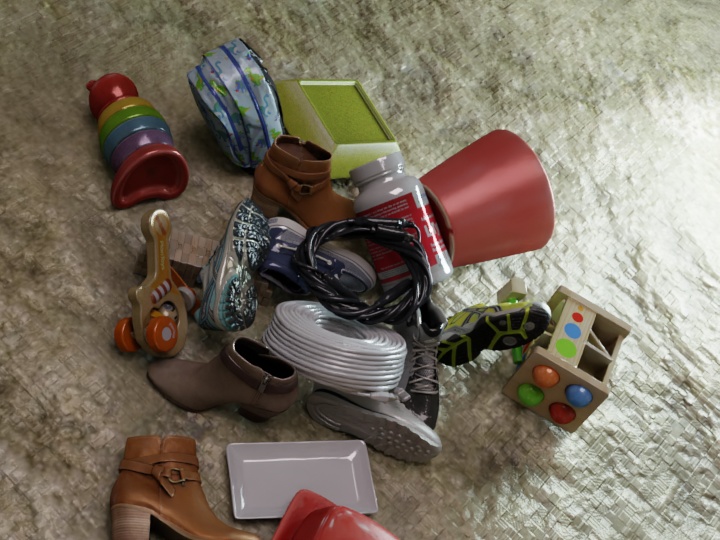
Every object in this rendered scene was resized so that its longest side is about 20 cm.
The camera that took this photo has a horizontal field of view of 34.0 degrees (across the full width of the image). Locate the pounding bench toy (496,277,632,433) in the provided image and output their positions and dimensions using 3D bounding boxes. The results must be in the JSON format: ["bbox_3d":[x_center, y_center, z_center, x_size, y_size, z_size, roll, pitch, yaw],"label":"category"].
[{"bbox_3d":[0.272,0.120,1.748,0.199,0.125,0.157,30,51,1],"label":"pounding bench toy"}]

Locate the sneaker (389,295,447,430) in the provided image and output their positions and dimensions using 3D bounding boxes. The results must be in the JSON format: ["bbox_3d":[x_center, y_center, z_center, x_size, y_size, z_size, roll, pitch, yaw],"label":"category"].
[{"bbox_3d":[0.085,0.125,1.660,0.074,0.116,0.202,1,68,-16],"label":"sneaker"}]

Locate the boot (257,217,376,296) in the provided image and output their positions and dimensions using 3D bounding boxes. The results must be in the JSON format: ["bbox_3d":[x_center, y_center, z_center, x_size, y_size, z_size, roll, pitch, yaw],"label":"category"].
[{"bbox_3d":[-0.065,0.007,1.712,0.199,0.073,0.091,27,53,-26],"label":"boot"}]

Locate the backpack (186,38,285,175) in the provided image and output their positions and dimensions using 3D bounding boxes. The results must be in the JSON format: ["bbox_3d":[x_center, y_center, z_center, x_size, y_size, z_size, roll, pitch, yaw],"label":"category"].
[{"bbox_3d":[-0.185,-0.255,1.788,0.152,0.201,0.164,-18,64,-21],"label":"backpack"}]

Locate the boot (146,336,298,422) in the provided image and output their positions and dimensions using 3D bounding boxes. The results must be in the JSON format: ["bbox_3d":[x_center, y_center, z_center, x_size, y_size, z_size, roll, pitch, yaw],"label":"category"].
[{"bbox_3d":[-0.176,0.133,1.547,0.198,0.147,0.071,20,53,-7],"label":"boot"}]

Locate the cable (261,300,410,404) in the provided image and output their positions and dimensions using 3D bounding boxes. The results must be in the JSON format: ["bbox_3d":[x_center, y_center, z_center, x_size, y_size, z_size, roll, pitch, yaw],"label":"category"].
[{"bbox_3d":[-0.034,0.103,1.613,0.198,0.070,0.200,13,14,-19],"label":"cable"}]

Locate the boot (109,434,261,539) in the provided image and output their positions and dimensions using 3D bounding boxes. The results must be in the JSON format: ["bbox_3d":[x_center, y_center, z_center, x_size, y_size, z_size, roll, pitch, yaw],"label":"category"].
[{"bbox_3d":[-0.214,0.288,1.479,0.198,0.077,0.156,6,51,-8],"label":"boot"}]

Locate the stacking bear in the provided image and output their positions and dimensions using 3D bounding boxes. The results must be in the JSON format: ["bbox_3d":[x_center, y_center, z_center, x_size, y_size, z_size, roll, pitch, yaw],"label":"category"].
[{"bbox_3d":[-0.346,-0.210,1.757,0.120,0.114,0.201,-14,58,-29],"label":"stacking bear"}]

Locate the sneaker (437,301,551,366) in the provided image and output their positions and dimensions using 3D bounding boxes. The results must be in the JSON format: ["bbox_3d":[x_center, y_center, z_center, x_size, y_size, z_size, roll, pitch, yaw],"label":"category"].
[{"bbox_3d":[0.186,0.074,1.709,0.075,0.199,0.077,47,41,-31],"label":"sneaker"}]

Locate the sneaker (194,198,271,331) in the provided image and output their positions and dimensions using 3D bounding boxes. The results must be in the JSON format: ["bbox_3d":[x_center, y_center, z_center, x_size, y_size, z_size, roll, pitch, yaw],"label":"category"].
[{"bbox_3d":[-0.186,-0.009,1.624,0.078,0.086,0.202,41,50,-43],"label":"sneaker"}]

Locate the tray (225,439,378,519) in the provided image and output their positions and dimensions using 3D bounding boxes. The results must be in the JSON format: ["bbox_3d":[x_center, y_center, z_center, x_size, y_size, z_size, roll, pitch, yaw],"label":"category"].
[{"bbox_3d":[-0.079,0.280,1.562,0.198,0.022,0.108,2,56,-20],"label":"tray"}]

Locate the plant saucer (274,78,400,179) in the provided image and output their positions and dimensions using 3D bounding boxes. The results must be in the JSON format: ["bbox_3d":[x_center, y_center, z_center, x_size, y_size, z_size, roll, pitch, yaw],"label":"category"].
[{"bbox_3d":[-0.033,-0.243,1.906,0.198,0.048,0.201,-8,58,-43],"label":"plant saucer"}]

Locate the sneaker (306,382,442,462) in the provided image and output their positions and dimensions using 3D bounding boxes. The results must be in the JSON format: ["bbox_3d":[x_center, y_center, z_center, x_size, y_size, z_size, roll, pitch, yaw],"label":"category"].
[{"bbox_3d":[0.027,0.195,1.631,0.198,0.077,0.081,27,43,1],"label":"sneaker"}]

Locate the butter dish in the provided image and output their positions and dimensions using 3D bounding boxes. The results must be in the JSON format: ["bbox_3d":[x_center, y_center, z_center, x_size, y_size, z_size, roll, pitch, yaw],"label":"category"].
[{"bbox_3d":[-0.011,0.373,1.430,0.199,0.148,0.201,35,50,-7],"label":"butter dish"}]

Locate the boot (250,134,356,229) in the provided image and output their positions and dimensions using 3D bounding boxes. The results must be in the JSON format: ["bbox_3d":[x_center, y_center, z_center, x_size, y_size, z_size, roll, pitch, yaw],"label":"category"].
[{"bbox_3d":[-0.062,-0.126,1.772,0.198,0.155,0.074,9,53,-15],"label":"boot"}]

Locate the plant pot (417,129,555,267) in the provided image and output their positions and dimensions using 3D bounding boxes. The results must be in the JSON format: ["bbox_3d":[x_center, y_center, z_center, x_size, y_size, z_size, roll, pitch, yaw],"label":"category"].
[{"bbox_3d":[0.177,-0.098,1.836,0.176,0.201,0.201,-22,66,-23],"label":"plant pot"}]

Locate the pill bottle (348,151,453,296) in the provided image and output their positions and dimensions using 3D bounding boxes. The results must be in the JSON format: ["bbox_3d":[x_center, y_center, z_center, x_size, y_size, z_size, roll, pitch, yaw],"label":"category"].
[{"bbox_3d":[0.056,-0.069,1.760,0.112,0.112,0.202,-23,94,-33],"label":"pill bottle"}]

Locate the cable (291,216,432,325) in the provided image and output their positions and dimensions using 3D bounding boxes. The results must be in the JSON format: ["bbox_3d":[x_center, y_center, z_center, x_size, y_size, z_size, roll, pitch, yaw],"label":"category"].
[{"bbox_3d":[0.000,0.000,1.657,0.198,0.051,0.165,2,67,-11],"label":"cable"}]

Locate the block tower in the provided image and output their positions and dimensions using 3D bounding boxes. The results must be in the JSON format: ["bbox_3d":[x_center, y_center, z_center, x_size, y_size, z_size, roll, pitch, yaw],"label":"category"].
[{"bbox_3d":[-0.221,-0.009,1.691,0.198,0.054,0.058,14,51,-13],"label":"block tower"}]

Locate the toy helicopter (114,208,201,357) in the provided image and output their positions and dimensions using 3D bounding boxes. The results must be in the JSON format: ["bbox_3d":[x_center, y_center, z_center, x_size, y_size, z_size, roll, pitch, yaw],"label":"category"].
[{"bbox_3d":[-0.266,0.017,1.606,0.132,0.078,0.203,-3,89,-55],"label":"toy helicopter"}]
